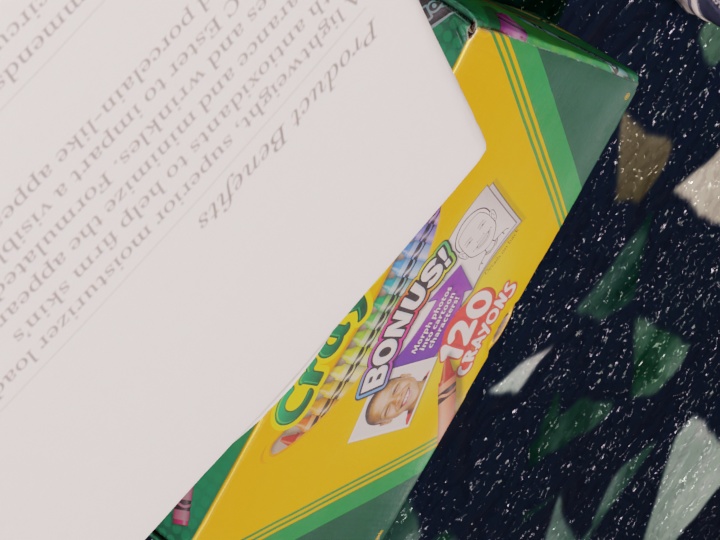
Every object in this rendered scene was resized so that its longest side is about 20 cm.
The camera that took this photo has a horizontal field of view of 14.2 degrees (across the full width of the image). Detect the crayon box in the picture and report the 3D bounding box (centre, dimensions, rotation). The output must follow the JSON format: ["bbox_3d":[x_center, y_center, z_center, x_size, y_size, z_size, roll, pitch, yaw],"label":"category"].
[{"bbox_3d":[0.000,0.000,0.968,0.119,0.058,0.200,10,111,-58],"label":"crayon box"}]

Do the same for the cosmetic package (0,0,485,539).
[{"bbox_3d":[-0.101,-0.056,0.657,0.165,0.165,0.200,-47,149,-12],"label":"cosmetic package"}]

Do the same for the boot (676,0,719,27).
[{"bbox_3d":[0.181,-0.164,1.029,0.073,0.090,0.200,-21,137,-44],"label":"boot"}]
